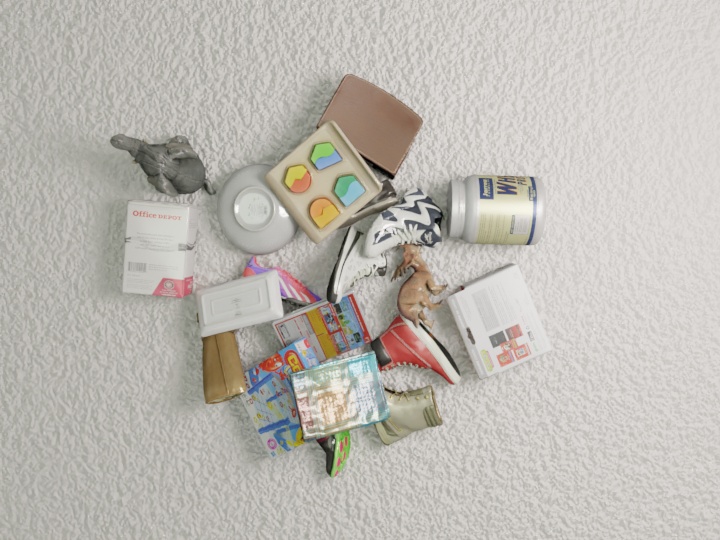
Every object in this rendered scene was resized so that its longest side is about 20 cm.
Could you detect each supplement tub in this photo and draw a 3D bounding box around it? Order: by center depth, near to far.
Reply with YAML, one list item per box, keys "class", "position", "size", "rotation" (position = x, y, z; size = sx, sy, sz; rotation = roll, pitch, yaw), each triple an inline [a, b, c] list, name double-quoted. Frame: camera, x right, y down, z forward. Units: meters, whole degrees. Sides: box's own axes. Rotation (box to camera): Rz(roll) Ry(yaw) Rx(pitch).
- class: "supplement tub"
  position: [0.287, -0.130, 1.495]
  size: [0.194, 0.145, 0.149]
  rotation: [2, 93, 1]

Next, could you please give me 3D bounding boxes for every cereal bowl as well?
- class: "cereal bowl"
  position: [-0.228, -0.136, 1.544]
  size: [0.194, 0.083, 0.206]
  rotation: [0, 92, 3]

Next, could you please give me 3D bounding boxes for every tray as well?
- class: "tray"
  position: [-0.268, 0.070, 1.519]
  size: [0.195, 0.022, 0.110]
  rotation: [-14, 74, 10]

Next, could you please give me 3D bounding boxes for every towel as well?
- class: "towel"
  position: [-0.041, 0.263, 1.468]
  size: [0.195, 0.022, 0.150]
  rotation: [-11, 80, -18]

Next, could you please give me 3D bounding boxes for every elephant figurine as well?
- class: "elephant figurine"
  position: [-0.416, -0.222, 1.486]
  size: [0.151, 0.200, 0.145]
  rotation: [-12, 92, 2]

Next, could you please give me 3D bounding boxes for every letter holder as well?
- class: "letter holder"
  position: [0.024, -0.315, 1.518]
  size: [0.197, 0.101, 0.144]
  rotation: [31, 92, 0]

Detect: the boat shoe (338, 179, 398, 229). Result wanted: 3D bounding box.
- class: "boat shoe"
  position: [-0.013, -0.142, 1.548]
  size: [0.196, 0.067, 0.058]
  rotation: [-20, 76, 3]

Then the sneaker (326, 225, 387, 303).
- class: "sneaker"
  position: [0.000, 0.000, 1.508]
  size: [0.113, 0.076, 0.203]
  rotation: [22, 52, -5]

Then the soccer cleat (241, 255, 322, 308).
- class: "soccer cleat"
  position: [-0.169, 0.032, 1.562]
  size: [0.195, 0.068, 0.075]
  rotation: [19, 85, 2]

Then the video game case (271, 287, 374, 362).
- class: "video game case"
  position: [-0.082, 0.135, 1.556]
  size: [0.196, 0.018, 0.145]
  rotation: [-21, 119, 3]

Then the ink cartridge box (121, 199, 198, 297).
- class: "ink cartridge box"
  position: [-0.446, -0.051, 1.555]
  size: [0.142, 0.085, 0.206]
  rotation: [5, 95, 2]

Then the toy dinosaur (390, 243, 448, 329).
- class: "toy dinosaur"
  position: [0.115, 0.044, 1.518]
  size: [0.133, 0.086, 0.203]
  rotation: [20, 59, 3]

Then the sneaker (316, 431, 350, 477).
- class: "sneaker"
  position: [-0.073, 0.366, 1.580]
  size: [0.082, 0.076, 0.206]
  rotation: [-4, 95, 28]

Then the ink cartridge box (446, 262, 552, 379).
- class: "ink cartridge box"
  position: [0.299, 0.111, 1.538]
  size: [0.172, 0.084, 0.204]
  rotation: [-23, 92, 3]

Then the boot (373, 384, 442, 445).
- class: "boot"
  position: [0.085, 0.276, 1.541]
  size: [0.152, 0.072, 0.204]
  rotation: [-21, 103, 16]

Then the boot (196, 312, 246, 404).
- class: "boot"
  position: [-0.276, 0.174, 1.539]
  size: [0.171, 0.066, 0.205]
  rotation: [-20, 69, 15]

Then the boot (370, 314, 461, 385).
- class: "boot"
  position: [0.119, 0.206, 1.562]
  size: [0.144, 0.072, 0.200]
  rotation: [-44, 89, 10]

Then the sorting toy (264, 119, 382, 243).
- class: "sorting toy"
  position: [-0.080, -0.184, 1.477]
  size: [0.199, 0.037, 0.186]
  rotation: [-37, 99, 12]

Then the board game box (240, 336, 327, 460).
- class: "board game box"
  position: [-0.158, 0.283, 1.534]
  size: [0.194, 0.056, 0.203]
  rotation: [-32, 84, 25]

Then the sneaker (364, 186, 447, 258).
- class: "sneaker"
  position: [0.108, -0.079, 1.493]
  size: [0.129, 0.080, 0.198]
  rotation: [34, 60, 28]
